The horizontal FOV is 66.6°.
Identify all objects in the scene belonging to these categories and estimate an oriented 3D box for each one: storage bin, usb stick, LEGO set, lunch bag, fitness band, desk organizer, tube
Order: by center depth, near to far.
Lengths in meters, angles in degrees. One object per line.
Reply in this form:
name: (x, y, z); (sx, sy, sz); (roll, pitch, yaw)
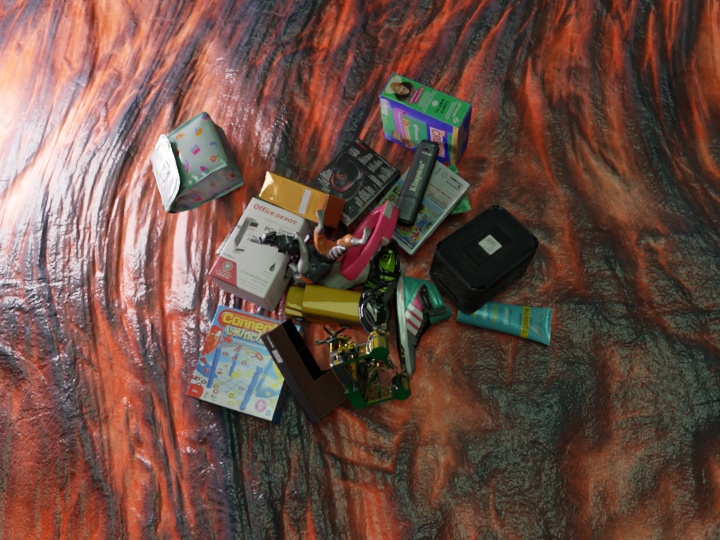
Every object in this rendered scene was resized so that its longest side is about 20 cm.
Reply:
LEGO set: (0.015, 0.168, 1.069); (0.151, 0.201, 0.117); (-24, 39, 16)
desk organizer: (-0.113, 0.194, 1.092); (0.076, 0.072, 0.203); (-30, 90, -27)
fitness band: (0.017, -0.064, 1.131); (0.037, 0.143, 0.202); (36, 43, -14)
storage bin: (0.254, -0.026, 1.138); (0.198, 0.095, 0.136); (-33, 64, -21)
tube: (0.299, 0.100, 1.142); (0.194, 0.051, 0.080); (10, 76, 5)
usb stick: (0.122, -0.193, 1.203); (0.054, 0.033, 0.205); (15, 77, 23)
lunch bag: (-0.404, -0.249, 1.310); (0.196, 0.122, 0.174); (-27, 71, 4)

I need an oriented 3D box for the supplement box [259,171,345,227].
supplement box: (-0.130, -0.158, 1.201); (0.197, 0.066, 0.071); (23, 98, 34)

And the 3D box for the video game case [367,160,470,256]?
video game case: (0.127, -0.151, 1.215); (0.143, 0.018, 0.201); (40, 87, 25)

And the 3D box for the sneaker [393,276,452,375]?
sneaker: (0.133, 0.112, 1.137); (0.117, 0.084, 0.206); (-3, 82, -1)

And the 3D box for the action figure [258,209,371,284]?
action figure: (-0.097, -0.035, 1.087); (0.196, 0.194, 0.107); (4, 56, -33)

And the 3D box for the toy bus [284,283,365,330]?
toy bus: (-0.063, 0.077, 1.165); (0.194, 0.079, 0.067); (10, 70, 3)

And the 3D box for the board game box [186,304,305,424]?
board game box: (-0.238, 0.195, 1.156); (0.195, 0.056, 0.201); (12, 71, 11)

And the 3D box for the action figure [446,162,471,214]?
action figure: (0.141, -0.154, 1.248); (0.195, 0.055, 0.121); (-20, 69, 6)

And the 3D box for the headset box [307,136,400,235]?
headset box: (-0.022, -0.184, 1.264); (0.148, 0.075, 0.200); (40, 78, 19)

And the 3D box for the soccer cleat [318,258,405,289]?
soccer cleat: (0.000, 0.000, 1.192); (0.194, 0.078, 0.071); (-4, 68, 5)

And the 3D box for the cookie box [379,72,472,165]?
cookie box: (0.149, -0.340, 1.255); (0.196, 0.172, 0.076); (26, 76, 15)

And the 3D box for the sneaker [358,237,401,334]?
sneaker: (0.040, 0.029, 1.096); (0.069, 0.083, 0.205); (12, 77, -2)

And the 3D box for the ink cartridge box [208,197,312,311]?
ink cartridge box: (-0.213, -0.037, 1.192); (0.144, 0.083, 0.204); (20, 70, 14)

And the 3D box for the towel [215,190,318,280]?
towel: (-0.208, -0.069, 1.271); (0.197, 0.035, 0.195); (27, 72, 17)
